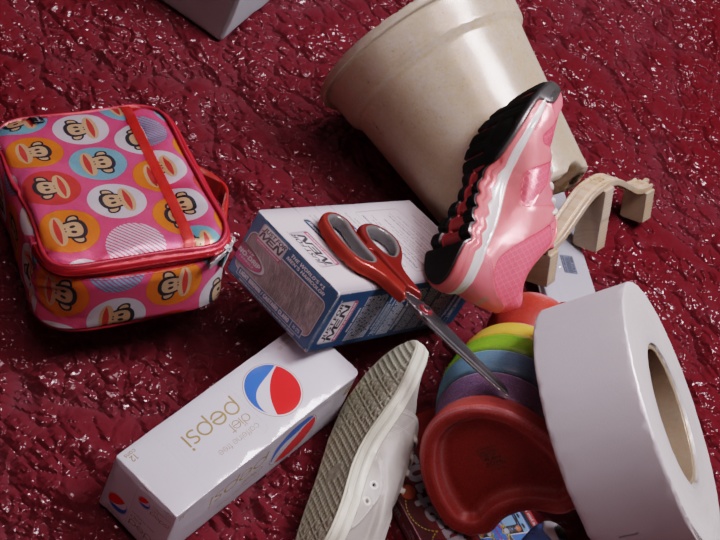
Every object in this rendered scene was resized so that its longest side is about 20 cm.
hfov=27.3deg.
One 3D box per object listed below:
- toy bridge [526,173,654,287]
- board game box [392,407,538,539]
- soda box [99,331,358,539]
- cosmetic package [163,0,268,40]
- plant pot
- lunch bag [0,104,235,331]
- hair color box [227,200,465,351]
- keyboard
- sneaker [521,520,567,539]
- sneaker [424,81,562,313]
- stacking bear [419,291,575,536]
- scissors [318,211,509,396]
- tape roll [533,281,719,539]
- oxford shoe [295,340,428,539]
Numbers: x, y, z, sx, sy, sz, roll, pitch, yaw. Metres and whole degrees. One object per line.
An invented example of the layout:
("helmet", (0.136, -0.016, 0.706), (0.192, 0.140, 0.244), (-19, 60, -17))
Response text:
("toy bridge", (0.211, -0.051, 1.332), (0.027, 0.067, 0.200), (22, 33, 31))
("board game box", (0.084, 0.197, 1.136), (0.103, 0.019, 0.200), (-15, 61, -30))
("soda box", (-0.093, 0.121, 1.086), (0.064, 0.068, 0.200), (42, 49, 14))
("cosmetic package", (-0.144, -0.361, 1.376), (0.200, 0.166, 0.167), (35, 49, 4))
("plant pot", (0.096, -0.128, 1.298), (0.200, 0.200, 0.184), (-24, 78, -35))
("lunch bag", (-0.184, -0.046, 1.150), (0.176, 0.082, 0.200), (-9, 44, -24))
("hair color box", (0.000, 0.000, 1.175), (0.100, 0.061, 0.200), (45, 28, 25))
("keyboard", (0.179, -0.005, 1.329), (0.056, 0.011, 0.200), (11, 45, -22))
("sneaker", (0.076, 0.248, 1.036), (0.077, 0.076, 0.200), (35, 64, 16))
("sneaker", (0.123, -0.055, 1.180), (0.087, 0.074, 0.200), (32, 71, -20))
("stacking bear", (0.121, 0.091, 1.152), (0.114, 0.121, 0.200), (58, 30, -20))
("scissors", (0.034, 0.024, 1.091), (0.073, 0.014, 0.200), (9, 35, -43))
("tape roll", (0.194, 0.113, 1.071), (0.071, 0.202, 0.203), (-19, 44, 19))
("oxford shoe", (0.011, 0.141, 1.108), (0.058, 0.075, 0.200), (36, 54, -21))
